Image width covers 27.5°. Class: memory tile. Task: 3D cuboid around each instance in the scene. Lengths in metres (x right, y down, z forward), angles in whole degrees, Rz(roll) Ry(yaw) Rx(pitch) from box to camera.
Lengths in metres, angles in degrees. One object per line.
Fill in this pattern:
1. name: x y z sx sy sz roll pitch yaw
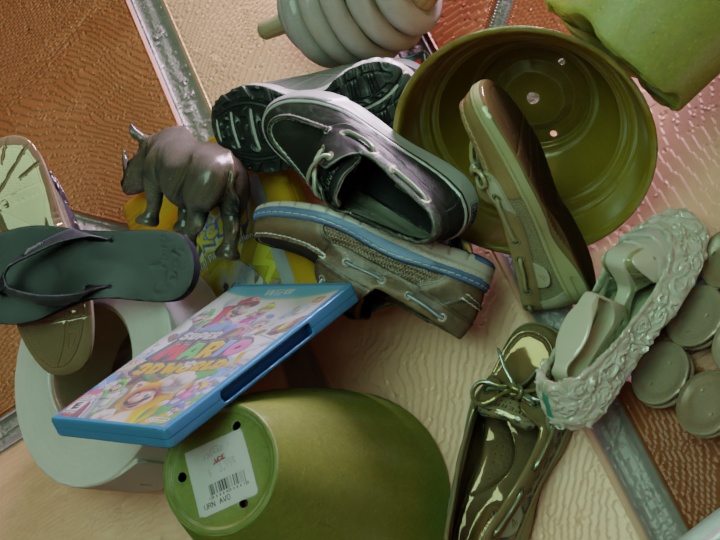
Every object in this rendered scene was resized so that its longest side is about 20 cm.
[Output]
1. memory tile: 0.288 0.032 1.048 0.153 0.017 0.201 32 91 50

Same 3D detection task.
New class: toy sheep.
1. toy sheep: -0.004 -0.236 1.239 0.199 0.138 0.139 -18 66 35

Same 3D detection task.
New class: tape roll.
1. tape roll: -0.202 0.085 1.236 0.202 0.071 0.204 -11 73 38

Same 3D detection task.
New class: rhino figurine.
1. rhino figurine: -0.155 -0.077 1.245 0.200 0.060 0.088 28 107 52

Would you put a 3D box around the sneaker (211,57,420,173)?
1. sneaker: -0.032 -0.129 1.202 0.199 0.079 0.074 -8 102 26

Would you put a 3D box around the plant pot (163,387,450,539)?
1. plant pot: -0.054 0.163 1.093 0.186 0.200 0.188 -8 71 23

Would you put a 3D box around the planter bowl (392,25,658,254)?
1. planter bowl: 0.129 -0.116 1.134 0.199 0.201 0.084 -13 32 22

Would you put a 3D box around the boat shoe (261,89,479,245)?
1. boat shoe: -0.006 -0.079 1.109 0.199 0.064 0.071 28 123 29

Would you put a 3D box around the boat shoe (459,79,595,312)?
1. boat shoe: 0.114 -0.049 1.091 0.063 0.201 0.073 -18 37 20

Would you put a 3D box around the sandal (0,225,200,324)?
1. sandal: -0.227 -0.003 1.157 0.199 0.043 0.077 -8 87 10

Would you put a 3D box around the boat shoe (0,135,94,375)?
1. boat shoe: -0.258 -0.013 1.218 0.072 0.065 0.201 -20 86 10

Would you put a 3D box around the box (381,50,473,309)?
1. box: 0.026 -0.073 1.223 0.110 0.035 0.201 -17 67 20

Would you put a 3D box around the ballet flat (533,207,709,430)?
1. ballet flat: 0.190 0.024 1.070 0.071 0.072 0.201 23 71 29

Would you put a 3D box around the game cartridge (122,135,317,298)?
1. game cartridge: -0.116 -0.016 1.257 0.176 0.032 0.201 -34 62 25

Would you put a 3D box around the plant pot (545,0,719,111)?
1. plant pot: 0.241 -0.227 1.078 0.200 0.200 0.184 43 98 29

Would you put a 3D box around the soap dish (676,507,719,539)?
1. soap dish: 0.270 0.186 0.964 0.200 0.157 0.081 -39 79 10

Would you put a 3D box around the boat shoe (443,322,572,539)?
1. boat shoe: 0.111 0.132 1.102 0.073 0.063 0.201 8 77 28

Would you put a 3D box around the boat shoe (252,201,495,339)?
1. boat shoe: 0.000 0.000 1.140 0.199 0.072 0.073 15 81 20

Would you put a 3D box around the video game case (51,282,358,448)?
1. video game case: -0.114 0.065 1.084 0.143 0.018 0.200 -2 27 47
